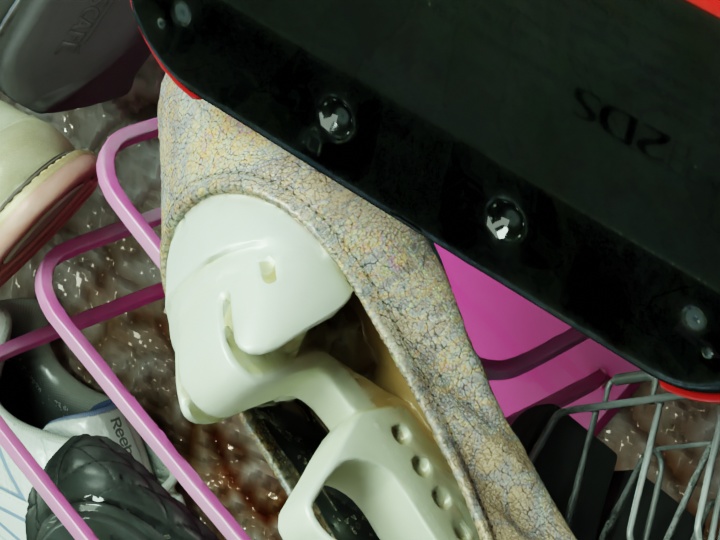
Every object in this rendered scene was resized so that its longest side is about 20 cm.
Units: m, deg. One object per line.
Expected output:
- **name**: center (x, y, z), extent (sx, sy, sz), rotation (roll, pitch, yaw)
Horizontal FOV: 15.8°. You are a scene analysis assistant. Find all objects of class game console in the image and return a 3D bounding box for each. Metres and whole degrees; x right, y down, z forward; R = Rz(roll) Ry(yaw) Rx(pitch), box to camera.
- **game console**: center (0.034, -0.082, 0.533), extent (0.200, 0.031, 0.177), rotation (32, 126, 28)

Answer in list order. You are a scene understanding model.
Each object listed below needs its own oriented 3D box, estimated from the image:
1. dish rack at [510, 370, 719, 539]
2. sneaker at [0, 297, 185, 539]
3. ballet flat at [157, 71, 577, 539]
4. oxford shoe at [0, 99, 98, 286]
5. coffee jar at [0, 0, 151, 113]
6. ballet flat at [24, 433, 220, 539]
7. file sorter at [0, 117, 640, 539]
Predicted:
- **dish rack**: center (0.133, 0.077, 0.636), extent (0.153, 0.055, 0.200), rotation (37, 151, -28)
- **sneaker**: center (-0.089, 0.096, 0.867), extent (0.200, 0.074, 0.087), rotation (47, 122, 14)
- **ballet flat**: center (-0.003, 0.034, 0.612), extent (0.068, 0.067, 0.200), rotation (-41, 78, 40)
- **oxford shoe**: center (-0.135, -0.029, 0.800), extent (0.074, 0.071, 0.200), rotation (49, 163, -13)
- **coffee jar**: center (-0.123, -0.147, 0.796), extent (0.200, 0.085, 0.104), rotation (49, 123, 15)
- **ballet flat**: center (-0.027, 0.126, 0.813), extent (0.066, 0.057, 0.200), rotation (-32, 113, 21)
- **file sorter**: center (0.000, 0.000, 0.725), extent (0.139, 0.125, 0.200), rotation (48, 128, 15)
